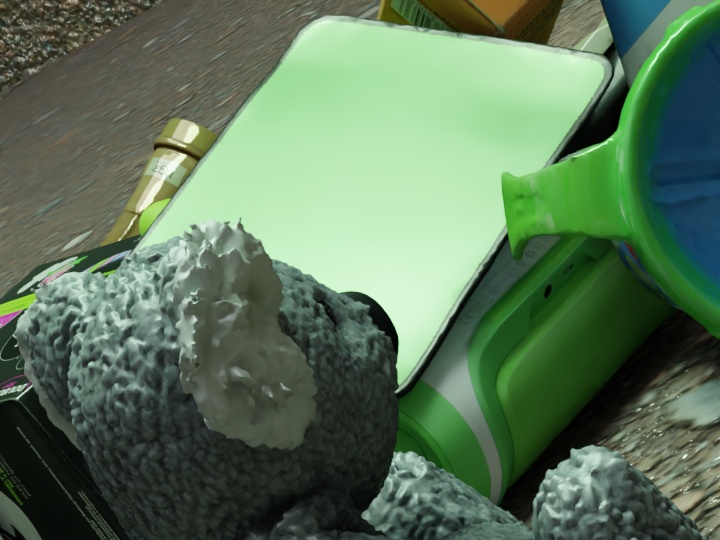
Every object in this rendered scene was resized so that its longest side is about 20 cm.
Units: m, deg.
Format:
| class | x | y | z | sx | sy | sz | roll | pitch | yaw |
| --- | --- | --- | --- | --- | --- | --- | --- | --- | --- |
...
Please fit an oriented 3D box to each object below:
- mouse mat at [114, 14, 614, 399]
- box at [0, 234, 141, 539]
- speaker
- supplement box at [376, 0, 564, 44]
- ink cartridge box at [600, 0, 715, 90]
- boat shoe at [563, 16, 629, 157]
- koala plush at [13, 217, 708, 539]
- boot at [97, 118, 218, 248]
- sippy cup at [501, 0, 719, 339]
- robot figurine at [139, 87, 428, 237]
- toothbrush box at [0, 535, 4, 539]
| class | x | y | z | sx | sy | sz | roll | pitch | yaw |
| --- | --- | --- | --- | --- | --- | --- | --- | --- | --- |
| mouse mat | -0.004 | -0.030 | 1.167 | 0.160 | 0.008 | 0.200 | 12 | 51 | 33 |
| box | -0.123 | 0.073 | 1.368 | 0.149 | 0.125 | 0.200 | -44 | 16 | -30 |
| speaker | 0.063 | 0.027 | 1.172 | 0.088 | 0.089 | 0.200 | -20 | 17 | 47 |
| supplement box | 0.047 | -0.107 | 1.313 | 0.067 | 0.069 | 0.200 | -47 | -7 | -19 |
| ink cartridge box | 0.207 | -0.130 | 1.258 | 0.199 | 0.116 | 0.067 | -19 | 1 | 10 |
| boat shoe | 0.158 | -0.121 | 1.383 | 0.200 | 0.066 | 0.074 | -51 | 4 | -9 |
| koala plush | -0.026 | 0.075 | 0.927 | 0.184 | 0.200 | 0.177 | -38 | 13 | -23 |
| boot | -0.123 | 0.036 | 1.621 | 0.066 | 0.175 | 0.200 | 19 | 68 | 34 |
| sippy cup | 0.152 | -0.034 | 1.108 | 0.140 | 0.177 | 0.130 | -63 | 5 | -8 |
| robot figurine | 0.000 | 0.000 | 1.264 | 0.199 | 0.176 | 0.115 | -5 | 15 | -38 |
| toothbrush box | -0.258 | 0.197 | 1.328 | 0.200 | 0.086 | 0.145 | -38 | 13 | -30 |
